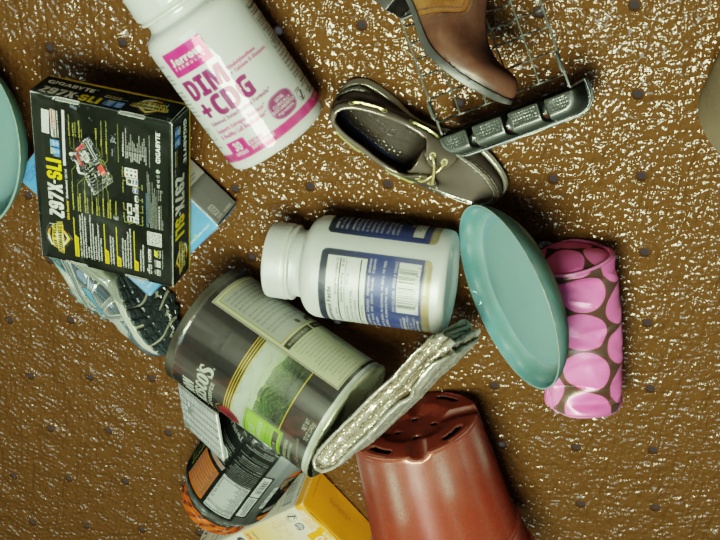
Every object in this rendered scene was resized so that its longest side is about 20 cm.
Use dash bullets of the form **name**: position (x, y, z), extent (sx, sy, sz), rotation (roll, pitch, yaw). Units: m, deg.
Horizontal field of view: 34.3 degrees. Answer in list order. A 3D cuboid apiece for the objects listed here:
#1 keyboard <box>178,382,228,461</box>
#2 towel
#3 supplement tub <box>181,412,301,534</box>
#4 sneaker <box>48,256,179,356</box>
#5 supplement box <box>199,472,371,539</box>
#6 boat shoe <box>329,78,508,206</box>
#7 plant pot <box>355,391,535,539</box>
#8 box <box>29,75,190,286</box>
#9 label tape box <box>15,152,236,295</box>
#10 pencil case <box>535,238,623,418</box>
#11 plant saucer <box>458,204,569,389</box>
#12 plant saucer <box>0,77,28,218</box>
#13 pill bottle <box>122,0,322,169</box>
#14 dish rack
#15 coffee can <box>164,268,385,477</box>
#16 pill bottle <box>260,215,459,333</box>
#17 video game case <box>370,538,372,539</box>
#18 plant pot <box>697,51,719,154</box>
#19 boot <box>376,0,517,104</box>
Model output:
- **keyboard**: position (-0.190, 0.176, 1.380), extent (0.011, 0.200, 0.057), rotation (-17, 100, -19)
- **towel**: position (0.041, 0.130, 1.216), extent (0.034, 0.132, 0.200), rotation (47, 108, 11)
- **supplement tub**: position (-0.136, 0.229, 1.423), extent (0.122, 0.123, 0.200), rotation (33, 126, -6)
- **sneaker**: position (-0.294, 0.021, 1.378), extent (0.086, 0.078, 0.200), rotation (-25, 105, 41)
- **supplement box**: position (-0.100, 0.353, 1.520), extent (0.200, 0.074, 0.126), rotation (-31, 111, 30)
- **boat shoe**: position (0.058, -0.119, 1.179), extent (0.200, 0.060, 0.072), rotation (33, 124, -6)
- **plant pot**: position (0.086, 0.259, 1.347), extent (0.200, 0.201, 0.196), rotation (-8, 111, 21)
- **box**: position (-0.259, -0.091, 1.221), extent (0.159, 0.049, 0.201), rotation (13, 123, 13)
- **label tape box**: position (-0.258, -0.090, 1.290), extent (0.200, 0.063, 0.144), rotation (44, 123, -10)
- **pencil case**: position (0.227, 0.066, 1.232), extent (0.093, 0.091, 0.201), rotation (-21, 119, -17)
- **plant saucer**: position (0.159, 0.023, 1.185), extent (0.027, 0.200, 0.201), rotation (-21, 120, -14)
- **plant saucer**: position (-0.427, -0.147, 1.285), extent (0.199, 0.036, 0.201), rotation (11, 109, 34)
- **pill bottle**: position (-0.136, -0.210, 1.145), extent (0.113, 0.114, 0.200), rotation (-25, 112, 29)
- **dish rack**: position (0.115, -0.217, 1.093), extent (0.153, 0.055, 0.201), rotation (-18, 96, 24)
- **coffee can**: position (-0.093, 0.111, 1.287), extent (0.200, 0.146, 0.147), rotation (33, 127, 16)
- **pill bottle**: position (0.000, 0.000, 1.242), extent (0.199, 0.111, 0.112), rotation (8, 124, 12)
- **video game case**: position (0.065, 0.396, 1.423), extent (0.182, 0.200, 0.023), rotation (-15, 123, 25)
- **plant pot**: position (0.381, -0.171, 0.990), extent (0.200, 0.201, 0.175), rotation (31, 144, -4)
- **boot**: position (0.124, -0.272, 1.025), extent (0.200, 0.068, 0.188), rotation (-45, 75, 17)
